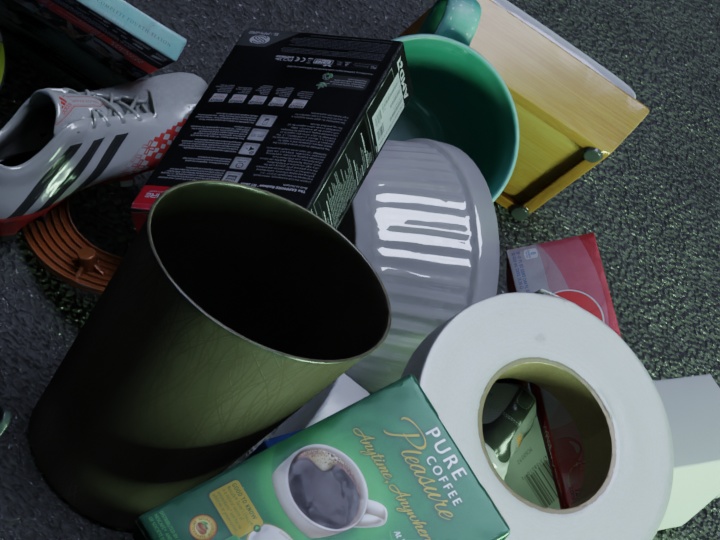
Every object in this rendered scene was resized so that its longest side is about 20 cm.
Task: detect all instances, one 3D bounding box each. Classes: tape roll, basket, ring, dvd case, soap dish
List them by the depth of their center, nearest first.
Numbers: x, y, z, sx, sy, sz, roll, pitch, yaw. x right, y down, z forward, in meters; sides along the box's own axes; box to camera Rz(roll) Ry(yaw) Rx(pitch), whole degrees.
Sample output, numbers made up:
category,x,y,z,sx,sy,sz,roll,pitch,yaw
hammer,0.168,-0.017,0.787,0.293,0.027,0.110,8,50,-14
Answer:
category,x,y,z,sx,sy,sz,roll,pitch,yaw
basket,-0.107,0.060,1.485,0.180,0.200,0.136,11,45,-38
tape roll,0.116,0.112,1.579,0.202,0.037,0.203,12,64,-25
ring,-0.136,-0.054,1.642,0.200,0.019,0.201,-2,43,1
dvd case,-0.212,-0.178,1.671,0.146,0.200,0.022,31,76,-15
soap dish,0.116,-0.138,2.002,0.200,0.157,0.081,32,51,-18

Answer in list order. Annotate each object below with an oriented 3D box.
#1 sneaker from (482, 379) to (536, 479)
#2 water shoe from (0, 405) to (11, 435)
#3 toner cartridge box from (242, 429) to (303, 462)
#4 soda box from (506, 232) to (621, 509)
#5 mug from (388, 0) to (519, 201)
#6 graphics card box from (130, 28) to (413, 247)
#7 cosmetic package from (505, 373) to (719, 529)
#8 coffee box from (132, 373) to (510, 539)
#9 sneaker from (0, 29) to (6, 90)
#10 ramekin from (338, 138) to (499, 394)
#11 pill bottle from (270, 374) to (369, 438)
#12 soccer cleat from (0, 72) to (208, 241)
category,x,y,z,sx,sy,sz,roll,pitch,yaw
sneaker,0.086,0.096,1.729,0.074,0.079,0.200,39,3,-15
water shoe,-0.257,0.021,1.441,0.071,0.079,0.201,-3,71,-51
toner cartridge box,-0.022,0.210,1.511,0.043,0.095,0.200,-12,62,-51
soda box,0.156,0.079,1.696,0.070,0.063,0.201,-12,66,-2
mug,0.046,-0.109,1.873,0.185,0.114,0.152,-38,95,-19
graphics card box,-0.057,-0.083,1.610,0.200,0.125,0.051,-63,150,-41
cosmetic package,0.201,0.146,1.813,0.200,0.108,0.085,-3,54,-51
coffee box,-0.022,0.160,1.455,0.200,0.044,0.123,-28,72,-20
sneaker,-0.325,-0.181,1.649,0.200,0.074,0.081,45,41,12
ramekin,0.000,0.000,1.683,0.105,0.200,0.201,9,46,-30
pill bottle,0.032,0.165,1.603,0.200,0.113,0.113,40,33,-8
soccer cleat,-0.184,-0.095,1.611,0.200,0.085,0.069,-29,49,-25
